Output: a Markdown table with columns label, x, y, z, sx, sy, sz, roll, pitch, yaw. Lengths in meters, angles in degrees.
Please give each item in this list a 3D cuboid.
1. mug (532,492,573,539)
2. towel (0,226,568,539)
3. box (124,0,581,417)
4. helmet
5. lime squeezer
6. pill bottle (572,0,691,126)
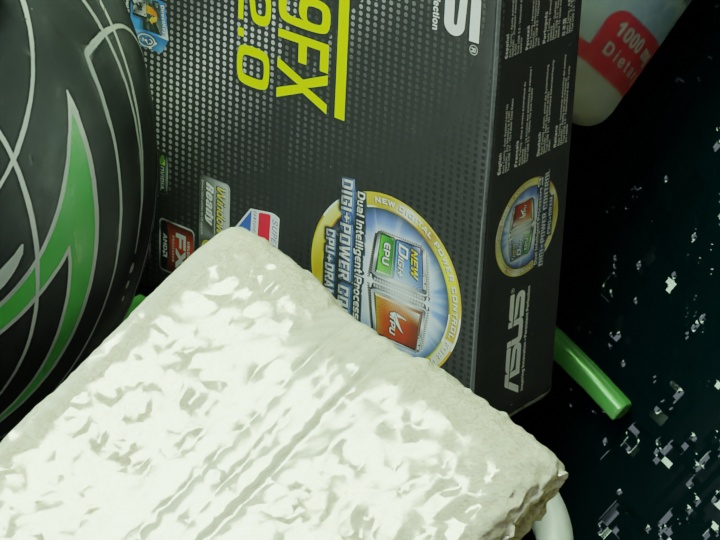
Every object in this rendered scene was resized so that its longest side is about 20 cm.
| label | x | y | z | sx | sy | sz | roll | pitch | yaw |
| --- | --- | --- | --- | --- | --- | --- | --- | --- | --- |
| mug | -0.014 | 0.119 | 0.819 | 0.175 | 0.148 | 0.200 | 24 | 56 | 23 |
| towel | -0.050 | 0.088 | 0.733 | 0.132 | 0.035 | 0.200 | 36 | 65 | 21 |
| box | -0.010 | -0.068 | 0.810 | 0.160 | 0.044 | 0.201 | 23 | 123 | 35 |
| helmet | -0.154 | -0.032 | 0.798 | 0.190 | 0.200 | 0.200 | -31 | 62 | -15 |
| lime squeezer | 0.000 | 0.000 | 0.892 | 0.199 | 0.038 | 0.071 | 9 | 80 | 26 |
| pill bottle | 0.089 | -0.155 | 0.853 | 0.109 | 0.109 | 0.200 | 37 | 93 | 28 |
